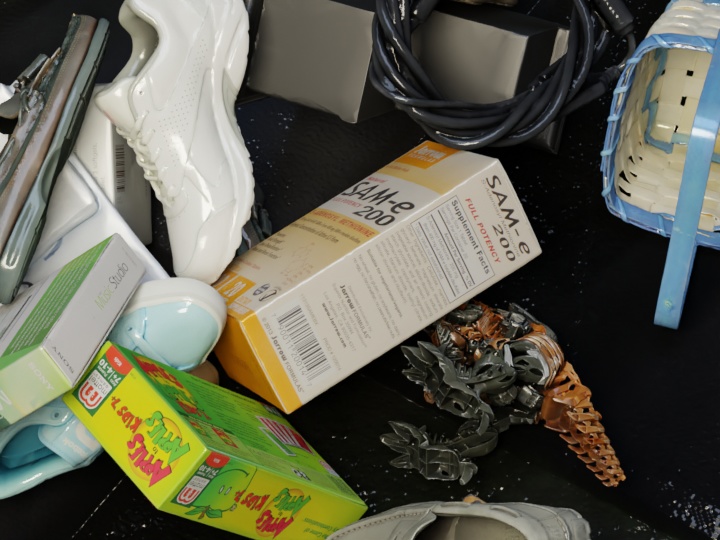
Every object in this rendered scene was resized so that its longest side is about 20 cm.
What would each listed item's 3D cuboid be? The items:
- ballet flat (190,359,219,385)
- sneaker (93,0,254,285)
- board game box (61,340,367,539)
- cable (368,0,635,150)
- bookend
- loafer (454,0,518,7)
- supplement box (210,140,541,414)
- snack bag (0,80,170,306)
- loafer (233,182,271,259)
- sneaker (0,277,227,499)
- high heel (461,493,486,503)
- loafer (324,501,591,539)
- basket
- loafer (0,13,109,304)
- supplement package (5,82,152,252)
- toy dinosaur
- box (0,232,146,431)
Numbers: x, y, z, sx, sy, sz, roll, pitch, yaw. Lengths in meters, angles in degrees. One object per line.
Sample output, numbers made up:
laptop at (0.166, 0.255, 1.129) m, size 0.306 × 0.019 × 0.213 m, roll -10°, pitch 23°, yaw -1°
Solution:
ballet flat at (-0.181, 0.046, 1.682) m, size 0.199 × 0.069 × 0.063 m, roll 31°, pitch 31°, yaw 21°
sneaker at (-0.126, -0.088, 1.618) m, size 0.099 × 0.078 × 0.201 m, roll 0°, pitch 83°, yaw -28°
board game box at (-0.085, 0.113, 1.530) m, size 0.048 × 0.200 × 0.102 m, roll -50°, pitch 59°, yaw 7°
cable at (0.087, -0.167, 1.650) m, size 0.199 × 0.051 × 0.164 m, roll -27°, pitch 98°, yaw -27°
bookend at (0.030, -0.139, 1.724) m, size 0.199 × 0.093 × 0.199 m, roll 17°, pitch 14°, yaw 15°
loafer at (0.079, -0.226, 1.775) m, size 0.075 × 0.069 × 0.200 m, roll 15°, pitch 11°, yaw 6°
supplement box at (0.000, 0.000, 1.620) m, size 0.199 × 0.074 × 0.126 m, roll -32°, pitch 18°, yaw -14°
snack bag at (-0.234, 0.011, 1.629) m, size 0.188 × 0.021 × 0.200 m, roll -39°, pitch 85°, yaw 8°
loafer at (-0.097, -0.061, 1.741) m, size 0.063 × 0.072 × 0.200 m, roll -18°, pitch 50°, yaw -22°
sneaker at (-0.161, 0.083, 1.558) m, size 0.200 × 0.074 × 0.082 m, roll -35°, pitch 36°, yaw 23°
high heel at (0.154, 0.177, 1.540) m, size 0.199 × 0.072 × 0.143 m, roll -17°, pitch 58°, yaw 1°
loafer at (0.045, 0.169, 1.506) m, size 0.199 × 0.070 × 0.070 m, roll -13°, pitch 73°, yaw 39°
basket at (0.232, -0.084, 1.683) m, size 0.138 × 0.177 × 0.200 m, roll 17°, pitch 43°, yaw 10°
loafer at (-0.213, -0.079, 1.571) m, size 0.063 × 0.072 × 0.201 m, roll 19°, pitch 67°, yaw -4°
supplement package at (-0.250, -0.067, 1.697) m, size 0.199 × 0.110 × 0.115 m, roll -2°, pitch 93°, yaw 8°
toy dinosaur at (0.090, 0.068, 1.626) m, size 0.135 × 0.103 × 0.199 m, roll -25°, pitch 31°, yaw -37°
box at (-0.230, 0.066, 1.523) m, size 0.199 × 0.036 × 0.145 m, roll -32°, pitch 16°, yaw 28°
